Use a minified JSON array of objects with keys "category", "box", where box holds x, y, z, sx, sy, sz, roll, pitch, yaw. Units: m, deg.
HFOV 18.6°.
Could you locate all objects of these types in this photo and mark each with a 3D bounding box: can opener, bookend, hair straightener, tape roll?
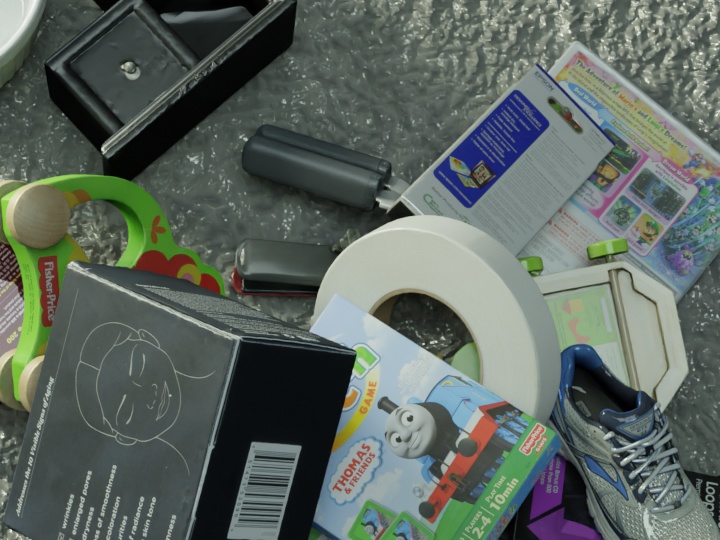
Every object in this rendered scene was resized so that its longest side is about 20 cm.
[{"category":"can opener","box":[0.001,-0.059,1.729,0.199,0.053,0.067,22,117,7]},{"category":"bookend","box":[-0.188,-0.205,1.738,0.198,0.092,0.200,-40,80,-14]},{"category":"hair straightener","box":[0.000,0.000,1.703,0.198,0.077,0.041,7,69,-3]},{"category":"tape roll","box":[0.054,0.059,1.640,0.203,0.203,0.037,48,37,9]}]

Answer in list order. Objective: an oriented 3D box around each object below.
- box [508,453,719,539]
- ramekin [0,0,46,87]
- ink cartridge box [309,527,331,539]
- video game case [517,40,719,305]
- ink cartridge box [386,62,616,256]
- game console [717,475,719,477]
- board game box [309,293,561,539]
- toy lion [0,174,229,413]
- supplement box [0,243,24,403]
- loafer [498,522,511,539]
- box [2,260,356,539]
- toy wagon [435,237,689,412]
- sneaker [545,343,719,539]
[{"category":"box","box":[0.208,0.207,1.620,0.198,0.036,0.144,12,50,-1]},{"category":"ramekin","box":[-0.340,-0.220,1.723,0.198,0.105,0.202,1,74,-4]},{"category":"ink cartridge box","box":[-0.032,0.280,1.616,0.200,0.084,0.146,43,75,8]},{"category":"video game case","box":[0.195,-0.058,1.766,0.200,0.024,0.182,39,74,7]},{"category":"ink cartridge box","box":[0.112,-0.072,1.706,0.095,0.037,0.200,45,55,0]},{"category":"game console","box":[0.308,0.257,1.688,0.198,0.116,0.177,-20,106,-10]},{"category":"board game box","box":[0.021,0.131,1.585,0.199,0.037,0.152,31,78,21]},{"category":"toy lion","box":[-0.180,0.027,1.645,0.190,0.068,0.202,-8,98,-33]},{"category":"supplement box","box":[-0.321,0.002,1.683,0.200,0.061,0.109,43,75,8]},{"category":"loafer","box":[0.141,0.281,1.635,0.072,0.073,0.202,-3,64,-16]},{"category":"box","box":[-0.129,0.119,1.533,0.196,0.123,0.202,21,98,43]},{"category":"toy wagon","box":[0.150,0.065,1.705,0.198,0.040,0.157,-11,84,3]},{"category":"sneaker","box":[0.195,0.136,1.597,0.077,0.086,0.200,-26,61,-27]}]
